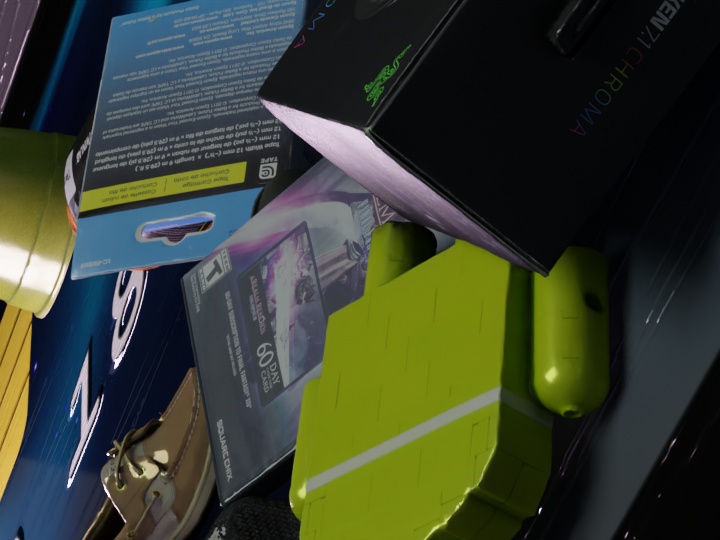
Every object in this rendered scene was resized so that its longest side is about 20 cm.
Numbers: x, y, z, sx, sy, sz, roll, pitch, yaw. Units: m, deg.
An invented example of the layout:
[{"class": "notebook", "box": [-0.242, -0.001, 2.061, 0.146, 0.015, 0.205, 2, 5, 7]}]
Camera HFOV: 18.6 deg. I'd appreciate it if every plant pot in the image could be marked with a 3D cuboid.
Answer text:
[{"class": "plant pot", "box": [-0.402, -0.070, 2.298, 0.200, 0.193, 0.201, -165, 90, -74]}]

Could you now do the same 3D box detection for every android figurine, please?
[{"class": "android figurine", "box": [0.032, 0.056, 0.918, 0.182, 0.041, 0.200, -31, 42, 40]}]

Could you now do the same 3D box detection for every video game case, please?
[{"class": "video game case", "box": [-0.008, 0.007, 1.051, 0.200, 0.019, 0.143, -39, 46, 30]}]

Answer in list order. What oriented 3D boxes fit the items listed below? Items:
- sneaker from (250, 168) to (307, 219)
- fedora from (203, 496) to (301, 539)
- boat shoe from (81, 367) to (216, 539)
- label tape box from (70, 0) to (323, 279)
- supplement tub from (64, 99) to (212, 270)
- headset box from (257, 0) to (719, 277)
[{"class": "sneaker", "box": [0.000, 0.000, 1.121, 0.089, 0.074, 0.200, -56, 33, 29]}, {"class": "fedora", "box": [-0.036, 0.176, 1.011, 0.201, 0.092, 0.201, -163, 90, -71]}, {"class": "boat shoe", "box": [-0.140, 0.143, 1.451, 0.074, 0.066, 0.200, -102, 31, -58]}, {"class": "label tape box", "box": [-0.092, -0.076, 1.359, 0.066, 0.143, 0.200, 51, -143, -51]}, {"class": "supplement tub", "box": [-0.138, -0.082, 1.551, 0.200, 0.122, 0.123, 133, 149, -57]}, {"class": "headset box", "box": [0.063, -0.102, 0.859, 0.174, 0.093, 0.200, -53, 17, -2]}]
